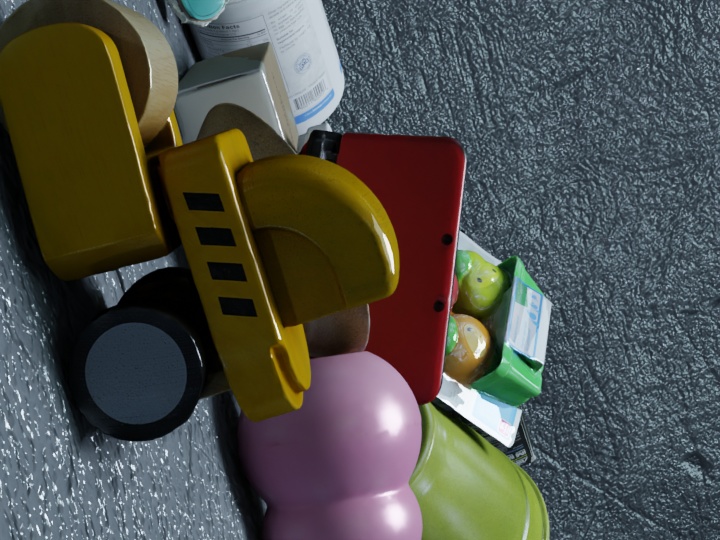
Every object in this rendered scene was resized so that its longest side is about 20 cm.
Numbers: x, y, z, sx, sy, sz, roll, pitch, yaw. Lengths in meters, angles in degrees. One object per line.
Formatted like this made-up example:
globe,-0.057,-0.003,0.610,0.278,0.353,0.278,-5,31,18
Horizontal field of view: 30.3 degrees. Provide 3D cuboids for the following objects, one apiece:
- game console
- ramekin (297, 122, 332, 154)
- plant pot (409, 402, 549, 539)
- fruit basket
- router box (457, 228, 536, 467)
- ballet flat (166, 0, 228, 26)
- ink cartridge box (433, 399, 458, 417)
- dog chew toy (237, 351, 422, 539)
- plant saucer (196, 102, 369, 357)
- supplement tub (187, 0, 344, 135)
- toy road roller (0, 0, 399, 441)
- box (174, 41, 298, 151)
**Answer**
game console,0.000,0.000,1.054,0.172,0.117,0.203,152,-54,-79
ramekin,-0.051,-0.028,1.247,0.200,0.104,0.203,-16,90,-87
plant pot,0.043,0.199,1.174,0.193,0.199,0.202,55,15,-43
fruit basket,0.080,0.029,1.165,0.200,0.093,0.187,40,44,-26
router box,0.113,0.082,1.342,0.150,0.061,0.201,66,8,-49
ballet flat,-0.164,-0.299,1.094,0.072,0.071,0.202,-101,179,-62
ink cartridge box,0.027,0.143,1.396,0.148,0.143,0.202,-100,173,-64
dog chew toy,-0.013,0.158,0.875,0.125,0.123,0.203,37,44,-85
plant saucer,-0.067,-0.017,0.923,0.200,0.035,0.201,46,-27,30
supplement tub,-0.097,-0.236,1.273,0.201,0.130,0.133,71,4,-47
toy road roller,-0.065,-0.033,0.589,0.123,0.144,0.202,-88,162,-82
box,-0.100,-0.126,1.098,0.200,0.077,0.096,-98,171,-73
